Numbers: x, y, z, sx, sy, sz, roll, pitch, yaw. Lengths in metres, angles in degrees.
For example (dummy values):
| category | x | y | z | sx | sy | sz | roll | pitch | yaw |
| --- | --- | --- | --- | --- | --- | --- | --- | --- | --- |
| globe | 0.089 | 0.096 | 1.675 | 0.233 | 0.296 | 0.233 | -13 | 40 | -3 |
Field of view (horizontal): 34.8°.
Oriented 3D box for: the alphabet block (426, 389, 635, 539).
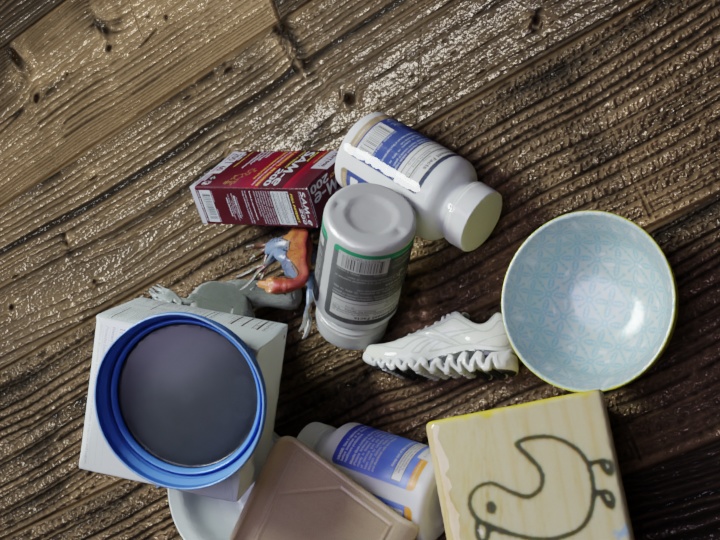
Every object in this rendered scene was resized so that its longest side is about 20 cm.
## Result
| category | x | y | z | sx | sy | sz | roll | pitch | yaw |
| --- | --- | --- | --- | --- | --- | --- | --- | --- | --- |
| alphabet block | 0.187 | 0.250 | 1.248 | 0.194 | 0.196 | 0.201 | -12 | 78 | 4 |

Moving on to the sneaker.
| category | x | y | z | sx | sy | sz | roll | pitch | yaw |
| --- | --- | --- | --- | --- | --- | --- | --- | --- | --- |
| sneaker | 0.099 | 0.094 | 1.420 | 0.199 | 0.075 | 0.081 | -3 | 75 | 23 |

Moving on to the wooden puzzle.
| category | x | y | z | sx | sy | sz | roll | pitch | yaw |
| --- | --- | --- | --- | --- | --- | --- | --- | --- | --- |
| wooden puzzle | -0.045 | 0.316 | 1.388 | 0.200 | 0.037 | 0.186 | 32 | 118 | 12 |

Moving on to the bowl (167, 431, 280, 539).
| category | x | y | z | sx | sy | sz | roll | pitch | yaw |
| --- | --- | --- | --- | --- | --- | --- | --- | --- | --- |
| bowl | -0.153 | 0.287 | 1.529 | 0.200 | 0.090 | 0.202 | -3 | 84 | 29 |

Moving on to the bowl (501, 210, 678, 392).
| category | x | y | z | sx | sy | sz | roll | pitch | yaw |
| --- | --- | --- | --- | --- | --- | --- | --- | --- | --- |
| bowl | 0.270 | 0.040 | 1.297 | 0.199 | 0.108 | 0.201 | -5 | 80 | 29 |

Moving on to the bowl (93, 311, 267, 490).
| category | x | y | z | sx | sy | sz | roll | pitch | yaw |
| --- | --- | --- | --- | --- | --- | --- | --- | --- | --- |
| bowl | -0.199 | 0.144 | 1.292 | 0.200 | 0.039 | 0.202 | 1 | 98 | 10 |

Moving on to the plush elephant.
| category | x | y | z | sx | sy | sz | roll | pitch | yaw |
| --- | --- | --- | --- | --- | --- | --- | --- | --- | --- |
| plush elephant | -0.193 | 0.098 | 1.545 | 0.199 | 0.155 | 0.165 | 12 | 48 | -6 |

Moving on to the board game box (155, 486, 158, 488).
| category | x | y | z | sx | sy | sz | roll | pitch | yaw |
| --- | --- | --- | --- | --- | --- | --- | --- | --- | --- |
| board game box | -0.293 | 0.215 | 1.575 | 0.200 | 0.039 | 0.159 | 140 | 127 | -67 |

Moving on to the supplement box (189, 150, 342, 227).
| category | x | y | z | sx | sy | sz | roll | pitch | yaw |
| --- | --- | --- | --- | --- | --- | --- | --- | --- | --- |
| supplement box | -0.114 | -0.110 | 1.524 | 0.199 | 0.109 | 0.061 | 4 | 124 | 34 |

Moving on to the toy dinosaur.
| category | x | y | z | sx | sy | sz | roll | pitch | yaw |
| --- | --- | --- | --- | --- | --- | --- | --- | --- | --- |
| toy dinosaur | -0.095 | -0.022 | 1.463 | 0.181 | 0.105 | 0.201 | -175 | 99 | -75 |

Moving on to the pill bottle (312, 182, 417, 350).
| category | x | y | z | sx | sy | sz | roll | pitch | yaw |
| --- | --- | --- | --- | --- | --- | --- | --- | --- | --- |
| pill bottle | 0.000 | 0.000 | 1.407 | 0.113 | 0.113 | 0.200 | 44 | 146 | 26 |

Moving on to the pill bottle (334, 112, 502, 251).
| category | x | y | z | sx | sy | sz | roll | pitch | yaw |
| --- | --- | --- | --- | --- | --- | --- | --- | --- | --- |
| pill bottle | 0.074 | -0.107 | 1.426 | 0.200 | 0.111 | 0.111 | 34 | 102 | 28 |

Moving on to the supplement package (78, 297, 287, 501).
| category | x | y | z | sx | sy | sz | roll | pitch | yaw |
| --- | --- | --- | --- | --- | --- | --- | --- | --- | --- |
| supplement package | -0.211 | 0.151 | 1.391 | 0.199 | 0.147 | 0.192 | 10 | 100 | 9 |

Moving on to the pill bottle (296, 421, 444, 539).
| category | x | y | z | sx | sy | sz | roll | pitch | yaw |
| --- | --- | --- | --- | --- | --- | --- | --- | --- | --- |
| pill bottle | 0.015 | 0.253 | 1.422 | 0.199 | 0.112 | 0.113 | 14 | 92 | 31 |
